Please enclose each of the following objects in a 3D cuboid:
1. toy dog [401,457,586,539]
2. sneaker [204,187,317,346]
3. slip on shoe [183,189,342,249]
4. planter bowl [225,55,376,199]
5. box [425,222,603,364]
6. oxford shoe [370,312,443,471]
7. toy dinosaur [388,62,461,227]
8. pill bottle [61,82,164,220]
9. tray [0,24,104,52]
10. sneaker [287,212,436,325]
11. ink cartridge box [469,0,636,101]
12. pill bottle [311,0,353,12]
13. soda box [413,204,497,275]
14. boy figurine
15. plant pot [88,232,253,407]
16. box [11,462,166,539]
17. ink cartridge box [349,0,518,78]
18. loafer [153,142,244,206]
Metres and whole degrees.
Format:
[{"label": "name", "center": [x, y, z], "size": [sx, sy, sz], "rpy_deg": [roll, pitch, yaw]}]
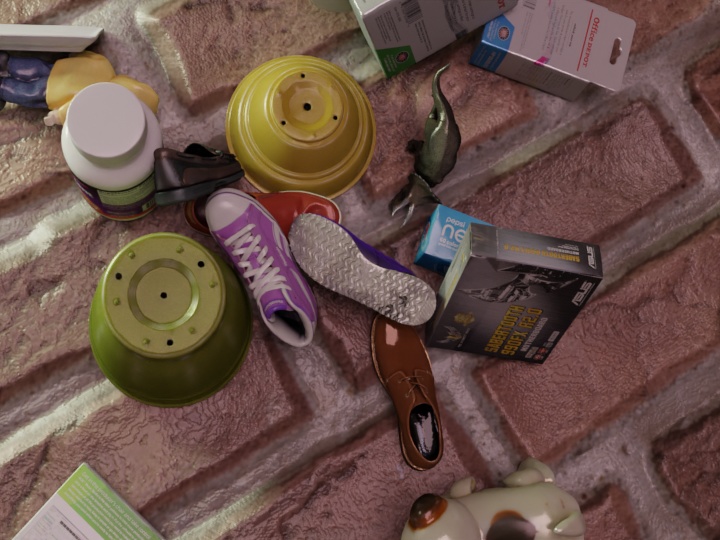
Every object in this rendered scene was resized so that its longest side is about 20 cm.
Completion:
[{"label": "toy dog", "center": [0.140, 0.306, 1.044], "size": [0.196, 0.194, 0.142], "rpy_deg": [-5, 91, -17]}, {"label": "sneaker", "center": [-0.110, -0.001, 1.066], "size": [0.072, 0.115, 0.202], "rpy_deg": [-34, 107, 8]}, {"label": "slip on shoe", "center": [-0.119, -0.066, 1.133], "size": [0.196, 0.061, 0.076], "rpy_deg": [5, 91, -7]}, {"label": "planter bowl", "center": [-0.070, -0.192, 1.162], "size": [0.196, 0.083, 0.205], "rpy_deg": [2, 79, -9]}, {"label": "box", "center": [0.176, 0.033, 1.096], "size": [0.155, 0.201, 0.049], "rpy_deg": [9, 54, -8]}, {"label": "oxford shoe", "center": [0.064, 0.140, 1.123], "size": [0.070, 0.071, 0.203], "rpy_deg": [-16, 80, -10]}, {"label": "toy dinosaur", "center": [0.099, -0.156, 1.159], "size": [0.076, 0.202, 0.103], "rpy_deg": [13, 38, -17]}, {"label": "pill bottle", "center": [-0.279, -0.135, 1.055], "size": [0.109, 0.200, 0.114], "rpy_deg": [2, 77, -9]}, {"label": "tray", "center": [-0.416, -0.283, 1.123], "size": [0.196, 0.108, 0.023], "rpy_deg": [-1, 110, -10]}, {"label": "sneaker", "center": [0.000, 0.001, 1.127], "size": [0.198, 0.100, 0.070], "rpy_deg": [34, 95, 0]}, {"label": "ink cartridge box", "center": [0.259, -0.309, 1.249], "size": [0.197, 0.068, 0.117], "rpy_deg": [19, 75, -4]}, {"label": "pill bottle", "center": [-0.028, -0.453, 1.210], "size": [0.107, 0.110, 0.204], "rpy_deg": [-3, 78, -10]}, {"label": "soda box", "center": [0.173, -0.011, 1.175], "size": [0.197, 0.064, 0.069], "rpy_deg": [21, 76, -4]}, {"label": "boy figurine", "center": [-0.346, -0.224, 1.133], "size": [0.196, 0.065, 0.126], "rpy_deg": [6, 55, -11]}, {"label": "plant pot", "center": [-0.214, 0.044, 1.033], "size": [0.196, 0.193, 0.204], "rpy_deg": [2, 78, -9]}, {"label": "box", "center": [-0.327, 0.340, 1.035], "size": [0.144, 0.036, 0.200], "rpy_deg": [43, 76, 1]}, {"label": "ink cartridge box", "center": [0.089, -0.353, 1.157], "size": [0.198, 0.147, 0.084], "rpy_deg": [-28, 66, 4]}, {"label": "loafer", "center": [-0.185, -0.123, 1.071], "size": [0.071, 0.200, 0.064], "rpy_deg": [-10, 102, 13]}]
